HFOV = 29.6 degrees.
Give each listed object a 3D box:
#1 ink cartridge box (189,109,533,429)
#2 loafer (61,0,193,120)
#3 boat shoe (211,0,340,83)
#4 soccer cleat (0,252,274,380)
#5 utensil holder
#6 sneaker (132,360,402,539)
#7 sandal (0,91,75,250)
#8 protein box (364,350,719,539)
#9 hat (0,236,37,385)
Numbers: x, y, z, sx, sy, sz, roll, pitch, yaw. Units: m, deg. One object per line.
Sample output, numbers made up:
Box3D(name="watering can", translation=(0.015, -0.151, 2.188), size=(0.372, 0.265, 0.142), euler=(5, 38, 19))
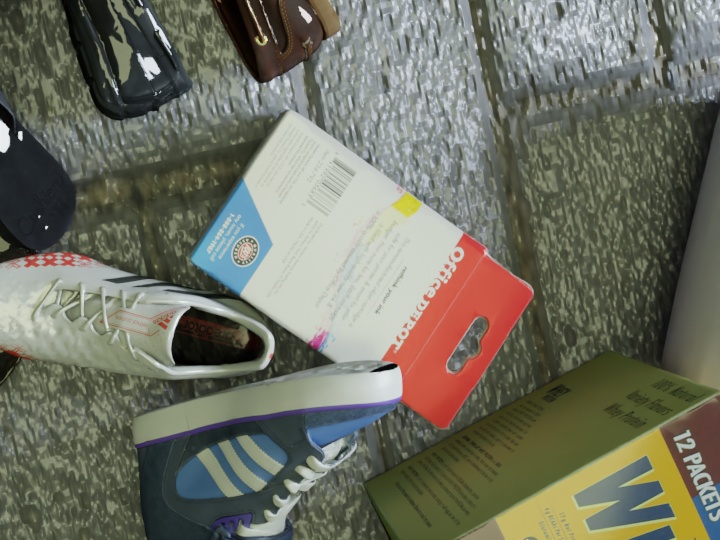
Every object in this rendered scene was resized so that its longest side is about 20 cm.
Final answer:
Box3D(name="ink cartridge box", translation=(0.000, 0.000, 0.887), size=(0.199, 0.067, 0.117), euler=(35, 89, -8))
Box3D(name="loafer", translation=(-0.163, -0.197, 0.856), size=(0.070, 0.068, 0.203), euler=(-21, 101, -14))
Box3D(name="boat shoe", translation=(-0.093, -0.215, 0.860), size=(0.070, 0.070, 0.201), euler=(-36, 97, -9))
Box3D(name="soccer cleat", translation=(-0.147, 0.032, 0.845), size=(0.197, 0.085, 0.070), euler=(12, 90, -20))
Box3D(name="utensil holder", translation=(0.293, -0.011, 0.882), size=(0.167, 0.170, 0.203), euler=(13, 94, -9))
Box3D(name="sneaker", translation=(-0.049, 0.143, 0.840), size=(0.197, 0.080, 0.149), euler=(-14, 88, 27))
Box3D(name="sandal", translation=(-0.234, -0.086, 0.808), size=(0.200, 0.042, 0.077), euler=(44, 62, -45))
Box3D(name="protein box", translation=(0.130, 0.166, 0.849), size=(0.198, 0.198, 0.136), euler=(-27, 97, -6))
Box3D(name="hat", translation=(-0.299, 0.020, 0.839), size=(0.197, 0.081, 0.204), euler=(0, 92, -8))
